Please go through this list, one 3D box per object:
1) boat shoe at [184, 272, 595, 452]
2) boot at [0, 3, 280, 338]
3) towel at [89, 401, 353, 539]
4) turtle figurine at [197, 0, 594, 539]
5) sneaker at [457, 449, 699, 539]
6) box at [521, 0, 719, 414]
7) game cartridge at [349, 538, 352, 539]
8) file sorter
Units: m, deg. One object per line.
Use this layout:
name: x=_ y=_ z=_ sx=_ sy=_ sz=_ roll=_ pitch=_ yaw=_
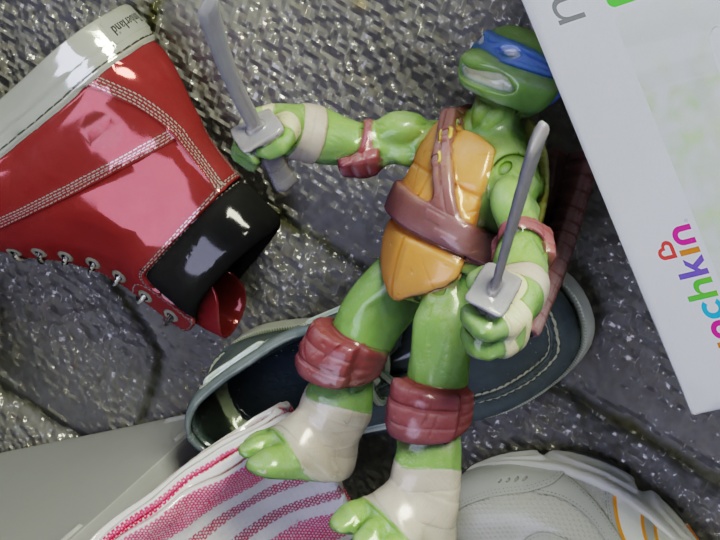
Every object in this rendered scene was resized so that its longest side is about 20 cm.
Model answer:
boat shoe: x=0.008 y=0.045 z=0.928 sx=0.199 sy=0.062 sz=0.073 roll=-14 pitch=104 yaw=36
boot: x=-0.131 y=-0.009 z=0.988 sx=0.200 sy=0.072 sz=0.145 roll=-33 pitch=95 yaw=36
towel: x=-0.044 y=0.166 z=0.941 sx=0.030 sy=0.146 sz=0.200 roll=39 pitch=162 yaw=54
turtle figurine: x=0.000 y=0.000 z=0.804 sx=0.143 sy=0.200 sz=0.195 roll=19 pitch=105 yaw=12
sneaker: x=0.110 y=0.144 z=0.893 sx=0.199 sy=0.092 sz=0.076 roll=25 pitch=125 yaw=21
box: x=0.167 y=-0.073 z=0.747 sx=0.176 sy=0.097 sz=0.201 roll=-15 pitch=106 yaw=34
game cartridge: x=0.011 y=0.211 z=0.951 sx=0.201 sy=0.129 sz=0.038 roll=66 pitch=171 yaw=-27
file sorter: x=-0.153 y=0.165 z=1.045 sx=0.199 sy=0.139 sz=0.125 roll=-14 pitch=108 yaw=37
